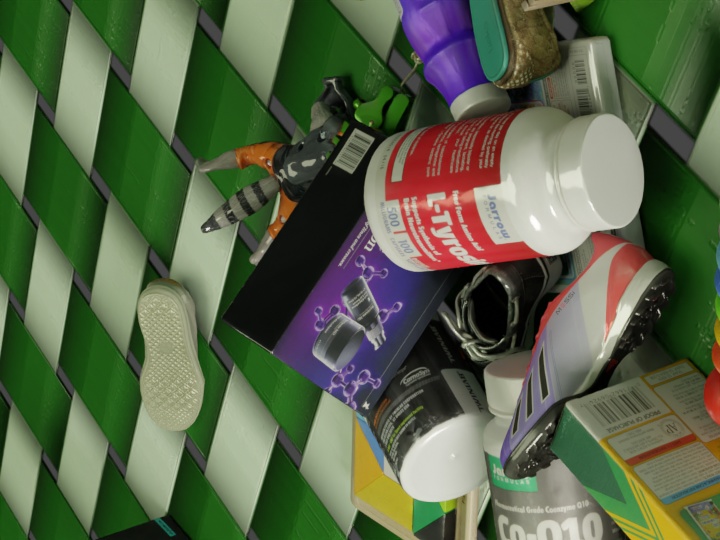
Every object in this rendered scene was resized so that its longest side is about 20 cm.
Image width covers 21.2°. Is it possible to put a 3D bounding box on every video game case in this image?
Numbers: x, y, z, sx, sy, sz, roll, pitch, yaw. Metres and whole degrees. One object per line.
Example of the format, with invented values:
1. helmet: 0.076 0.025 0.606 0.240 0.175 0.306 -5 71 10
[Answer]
1. video game case: 0.150 -0.081 1.539 0.182 0.024 0.201 2 106 57

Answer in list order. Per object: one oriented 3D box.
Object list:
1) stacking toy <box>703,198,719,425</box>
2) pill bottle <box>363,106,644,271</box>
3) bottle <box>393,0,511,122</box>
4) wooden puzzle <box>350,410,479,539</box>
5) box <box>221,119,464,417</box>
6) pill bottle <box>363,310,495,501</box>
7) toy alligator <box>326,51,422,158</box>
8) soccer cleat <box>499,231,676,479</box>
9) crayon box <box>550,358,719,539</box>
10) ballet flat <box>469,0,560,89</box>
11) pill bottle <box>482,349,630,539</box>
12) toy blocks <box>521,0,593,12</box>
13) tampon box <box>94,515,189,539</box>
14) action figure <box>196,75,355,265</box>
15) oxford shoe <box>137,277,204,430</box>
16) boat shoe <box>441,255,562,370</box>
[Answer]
1. stacking toy: 0.277 0.032 1.345 0.085 0.085 0.201 42 139 40
2. pill bottle: 0.109 -0.063 1.461 0.199 0.112 0.113 -8 97 41
3. bottle: 0.064 -0.209 1.540 0.065 0.083 0.201 -27 66 16
4. wooden puzzle: 0.044 0.178 1.800 0.200 0.037 0.186 32 129 47
5. box: 0.000 0.000 1.605 0.079 0.141 0.201 30 86 42
6. pill bottle: 0.045 0.097 1.684 0.200 0.106 0.107 -120 33 -42
7. toy alligator: 0.007 -0.120 1.656 0.054 0.059 0.201 22 100 13
8. soccer cleat: 0.157 0.066 1.460 0.073 0.068 0.201 37 98 27
9. crayon box: 0.248 0.161 1.396 0.200 0.125 0.052 49 140 35
10. ballet flat: 0.111 -0.233 1.489 0.070 0.065 0.201 -34 63 59
11. pill bottle: 0.159 0.170 1.549 0.113 0.113 0.201 6 109 56
12. toy blocks: 0.149 -0.241 1.365 0.200 0.136 0.100 -38 72 56
13. tampon box: -0.277 0.401 2.236 0.150 0.199 0.127 42 136 41
14. action figure: -0.040 -0.064 1.746 0.193 0.104 0.201 -27 84 29
15. oxford shoe: -0.209 0.092 2.139 0.058 0.075 0.201 -79 -12 -56
16. boat shoe: 0.108 0.040 1.581 0.074 0.068 0.200 46 154 8
